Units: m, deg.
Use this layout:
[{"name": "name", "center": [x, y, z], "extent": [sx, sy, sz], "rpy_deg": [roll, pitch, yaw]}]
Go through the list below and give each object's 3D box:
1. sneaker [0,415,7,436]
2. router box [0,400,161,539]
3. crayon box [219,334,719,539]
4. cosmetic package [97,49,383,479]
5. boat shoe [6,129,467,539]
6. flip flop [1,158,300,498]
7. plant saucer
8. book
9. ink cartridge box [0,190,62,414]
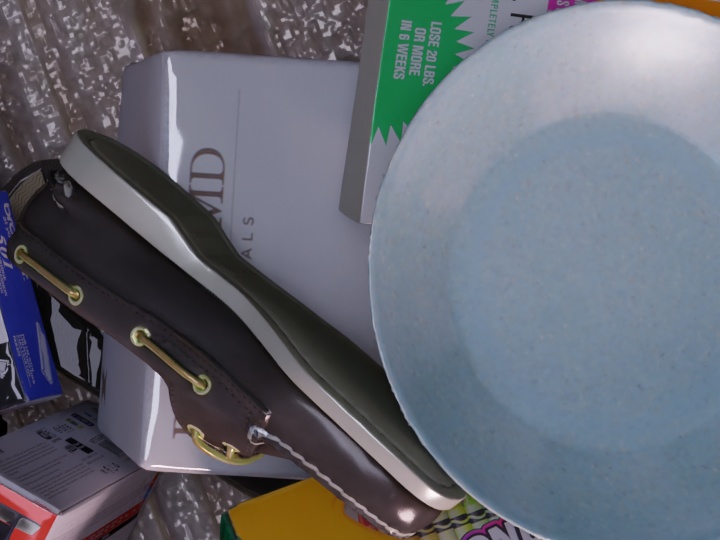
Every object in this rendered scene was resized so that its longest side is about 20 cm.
[{"name": "sneaker", "center": [-0.209, -0.018, 1.229], "extent": [0.088, 0.074, 0.201], "rpy_deg": [-4, 76, 5]}, {"name": "router box", "center": [-0.161, 0.154, 1.164], "extent": [0.049, 0.200, 0.180], "rpy_deg": [28, 97, 6]}, {"name": "crayon box", "center": [0.060, 0.116, 1.024], "extent": [0.199, 0.058, 0.119], "rpy_deg": [-20, 73, -10]}, {"name": "cosmetic package", "center": [0.000, 0.000, 1.141], "extent": [0.199, 0.166, 0.168], "rpy_deg": [3, 91, -11]}, {"name": "boat shoe", "center": [-0.047, 0.033, 1.000], "extent": [0.201, 0.072, 0.061], "rpy_deg": [43, 102, 18]}, {"name": "flip flop", "center": [-0.088, 0.031, 1.238], "extent": [0.200, 0.058, 0.081], "rpy_deg": [39, 87, -9]}, {"name": "plant saucer", "center": [0.096, 0.003, 0.999], "extent": [0.200, 0.039, 0.202], "rpy_deg": [1, 86, -12]}, {"name": "book", "center": [0.098, -0.076, 1.040], "extent": [0.199, 0.048, 0.134], "rpy_deg": [5, 100, -16]}, {"name": "ink cartridge box", "center": [-0.236, 0.038, 1.180], "extent": [0.199, 0.044, 0.095], "rpy_deg": [-16, 87, 15]}]
